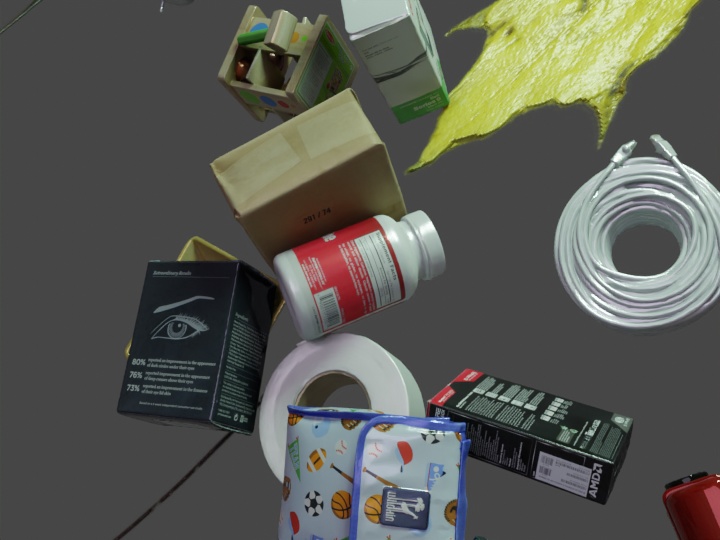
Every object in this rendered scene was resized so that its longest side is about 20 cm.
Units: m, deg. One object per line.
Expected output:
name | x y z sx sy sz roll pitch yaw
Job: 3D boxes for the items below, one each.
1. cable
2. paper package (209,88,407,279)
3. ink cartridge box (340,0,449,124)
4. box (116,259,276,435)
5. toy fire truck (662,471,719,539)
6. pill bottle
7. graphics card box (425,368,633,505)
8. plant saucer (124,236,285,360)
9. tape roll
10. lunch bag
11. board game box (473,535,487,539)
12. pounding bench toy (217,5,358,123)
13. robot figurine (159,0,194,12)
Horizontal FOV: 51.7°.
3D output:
cable | 0.320 -0.027 0.844 0.199 0.069 0.201 -40 62 6
paper package | -0.057 -0.098 0.945 0.198 0.191 0.104 -28 58 -1
ink cartridge box | 0.044 -0.317 0.991 0.083 0.200 0.148 -17 66 15
box | -0.204 0.096 0.949 0.145 0.104 0.204 1 72 23
toy fire truck | 0.371 0.220 0.656 0.174 0.200 0.131 -23 63 13
pill bottle | 0.000 0.000 0.922 0.197 0.113 0.113 -22 62 -11
graphics card box | 0.181 0.170 0.798 0.197 0.125 0.052 13 105 26
plant saucer | -0.207 0.080 1.042 0.198 0.048 0.202 26 84 28
tape roll | -0.023 0.181 0.914 0.199 0.071 0.206 -8 69 21
lunch bag | 0.015 0.228 0.753 0.197 0.123 0.174 -1 80 36
board game box | 0.135 0.411 0.777 0.151 0.045 0.202 30 85 29
pounding bench toy | -0.123 -0.305 1.059 0.154 0.200 0.126 18 79 26
robot figurine | -0.293 -0.535 1.265 0.200 0.113 0.170 -45 68 2
